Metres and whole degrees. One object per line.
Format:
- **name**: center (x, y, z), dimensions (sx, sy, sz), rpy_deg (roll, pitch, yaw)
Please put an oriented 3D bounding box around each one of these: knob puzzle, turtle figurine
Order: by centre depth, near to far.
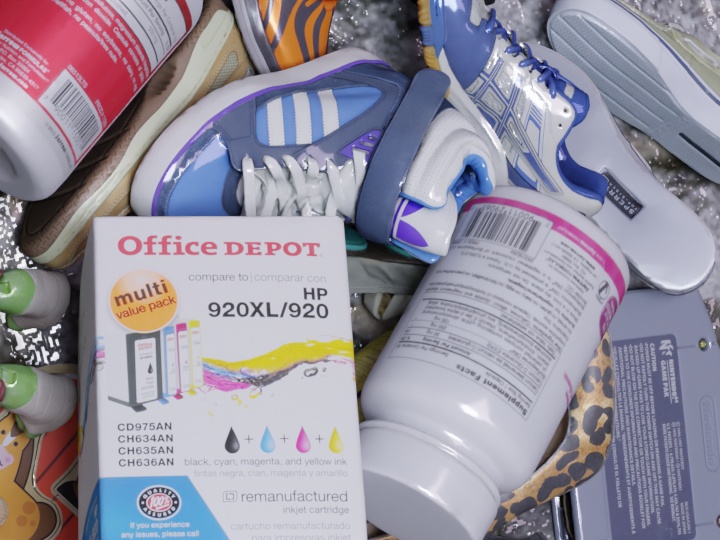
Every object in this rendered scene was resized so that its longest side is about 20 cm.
- **turtle figurine**: center (-0.265, 0.039, 1.427), dimensions (0.194, 0.144, 0.200), rpy_deg (18, 116, -47)
- **knob puzzle**: center (-0.166, 0.142, 1.498), dimensions (0.219, 0.030, 0.221), rpy_deg (3, 83, -23)

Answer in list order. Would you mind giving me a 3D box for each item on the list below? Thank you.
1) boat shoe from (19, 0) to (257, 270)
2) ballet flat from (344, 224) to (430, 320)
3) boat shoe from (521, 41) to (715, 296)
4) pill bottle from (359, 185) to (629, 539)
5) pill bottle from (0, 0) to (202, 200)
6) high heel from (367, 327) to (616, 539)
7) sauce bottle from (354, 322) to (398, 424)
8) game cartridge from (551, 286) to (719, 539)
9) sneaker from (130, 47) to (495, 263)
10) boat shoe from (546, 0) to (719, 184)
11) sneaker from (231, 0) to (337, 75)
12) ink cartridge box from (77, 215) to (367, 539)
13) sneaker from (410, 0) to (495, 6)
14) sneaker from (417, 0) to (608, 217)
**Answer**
- **boat shoe**: center (-0.122, -0.070, 1.523), dimensions (0.076, 0.072, 0.200), rpy_deg (47, 68, -29)
- **ballet flat**: center (0.000, 0.000, 1.586), dimensions (0.199, 0.067, 0.064), rpy_deg (4, 114, -32)
- **boat shoe**: center (0.154, -0.062, 1.658), dimensions (0.071, 0.070, 0.200), rpy_deg (-43, 81, -5)
- **pill bottle**: center (0.070, 0.060, 1.509), dimensions (0.113, 0.113, 0.200), rpy_deg (38, 66, -19)
- **pill bottle**: center (-0.164, -0.147, 1.479), dimensions (0.112, 0.112, 0.200), rpy_deg (45, 69, -17)
- **high heel**: center (0.080, 0.105, 1.584), dimensions (0.142, 0.071, 0.201), rpy_deg (6, 107, -31)
- **sauce bottle**: center (-0.016, 0.098, 1.556), dimensions (0.200, 0.065, 0.065), rpy_deg (-34, 102, -29)
- **game cartridge**: center (0.185, 0.112, 1.680), dimensions (0.133, 0.041, 0.201), rpy_deg (-5, 89, -23)
- **sneaker**: center (-0.016, -0.050, 1.488), dimensions (0.200, 0.146, 0.081), rpy_deg (-28, 142, -32)
- **boat shoe**: center (0.201, -0.130, 1.694), dimensions (0.200, 0.072, 0.062), rpy_deg (38, 57, -30)
- **sneaker**: center (-0.020, -0.201, 1.544), dimensions (0.078, 0.112, 0.201), rpy_deg (-27, 109, -70)
- **ink cartridge box**: center (-0.082, 0.086, 1.431), dimensions (0.147, 0.145, 0.201), rpy_deg (0, 65, -10)
- **sneaker**: center (0.073, -0.195, 1.633), dimensions (0.199, 0.076, 0.088), rpy_deg (9, 92, -19)
- **sneaker**: center (0.095, -0.115, 1.576), dimensions (0.075, 0.088, 0.200), rpy_deg (-72, 146, -58)
